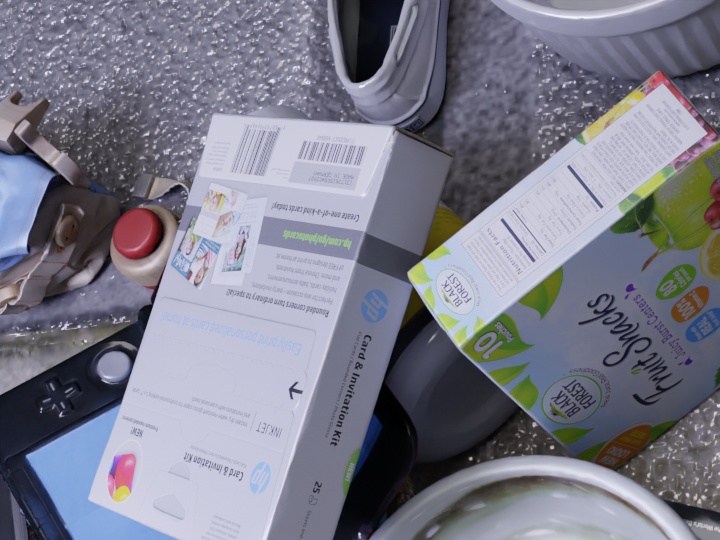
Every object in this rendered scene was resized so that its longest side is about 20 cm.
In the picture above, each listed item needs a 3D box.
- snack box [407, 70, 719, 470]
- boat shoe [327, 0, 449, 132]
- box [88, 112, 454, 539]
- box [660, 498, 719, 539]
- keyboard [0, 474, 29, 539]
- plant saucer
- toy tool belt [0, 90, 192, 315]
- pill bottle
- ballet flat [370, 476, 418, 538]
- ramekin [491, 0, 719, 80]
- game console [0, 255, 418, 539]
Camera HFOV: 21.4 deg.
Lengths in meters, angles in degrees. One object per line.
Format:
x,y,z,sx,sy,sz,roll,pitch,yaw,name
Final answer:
0.123,0.010,0.879,0.142,0.200,0.053,-38,57,7,snack box
0.016,-0.179,1.099,0.074,0.065,0.200,-14,62,21,boat shoe
-0.045,0.030,0.875,0.156,0.041,0.200,9,79,55,box
0.157,0.193,0.873,0.200,0.044,0.160,11,73,30,box
-0.196,0.195,1.031,0.127,0.021,0.200,-47,45,46,keyboard
0.078,0.185,0.860,0.200,0.050,0.200,-11,63,23,plant saucer
-0.205,-0.040,1.112,0.200,0.123,0.125,10,73,29,toy tool belt
0.000,0.000,0.998,0.112,0.112,0.200,-46,56,1,pill bottle
0.028,0.199,0.934,0.065,0.071,0.200,7,72,1,ballet flat
0.154,-0.197,1.015,0.200,0.105,0.200,-11,64,23,ramekin
-0.089,0.081,0.952,0.172,0.119,0.200,-28,58,-14,game console
